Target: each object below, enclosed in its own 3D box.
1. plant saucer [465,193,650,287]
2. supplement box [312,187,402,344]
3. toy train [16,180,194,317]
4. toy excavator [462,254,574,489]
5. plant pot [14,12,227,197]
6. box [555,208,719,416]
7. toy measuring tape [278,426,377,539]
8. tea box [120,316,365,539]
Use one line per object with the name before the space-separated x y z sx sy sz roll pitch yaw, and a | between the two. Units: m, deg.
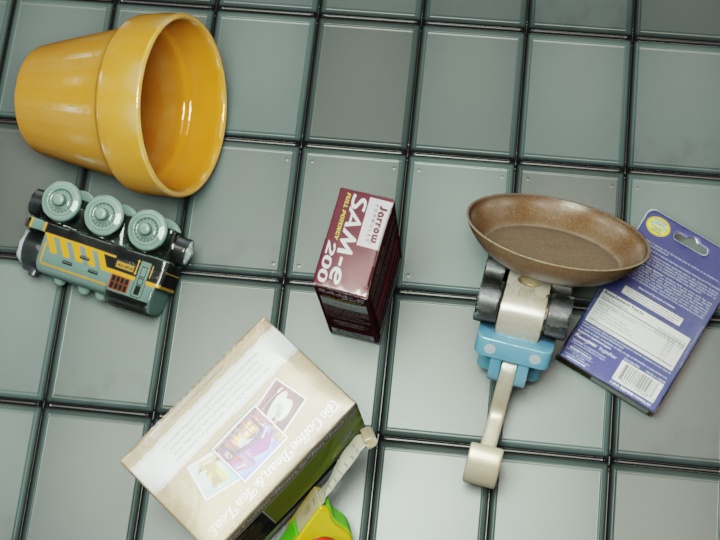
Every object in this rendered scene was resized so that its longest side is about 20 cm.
plant saucer | 0.208 -0.029 1.403 0.200 0.200 0.037 14 114 7
supplement box | 0.000 0.000 1.374 0.061 0.200 0.109 14 74 7
toy train | -0.288 -0.025 1.465 0.200 0.085 0.114 18 85 9
toy excavator | 0.159 0.105 1.392 0.100 0.200 0.195 12 30 7
plant pot | -0.275 -0.186 1.463 0.183 0.200 0.200 5 73 21
box | 0.317 0.044 1.431 0.121 0.032 0.200 32 79 11
toy measuring tape | -0.021 0.251 1.350 0.074 0.074 0.200 38 107 13
tea box | -0.110 0.180 1.330 0.134 0.197 0.200 42 79 13
